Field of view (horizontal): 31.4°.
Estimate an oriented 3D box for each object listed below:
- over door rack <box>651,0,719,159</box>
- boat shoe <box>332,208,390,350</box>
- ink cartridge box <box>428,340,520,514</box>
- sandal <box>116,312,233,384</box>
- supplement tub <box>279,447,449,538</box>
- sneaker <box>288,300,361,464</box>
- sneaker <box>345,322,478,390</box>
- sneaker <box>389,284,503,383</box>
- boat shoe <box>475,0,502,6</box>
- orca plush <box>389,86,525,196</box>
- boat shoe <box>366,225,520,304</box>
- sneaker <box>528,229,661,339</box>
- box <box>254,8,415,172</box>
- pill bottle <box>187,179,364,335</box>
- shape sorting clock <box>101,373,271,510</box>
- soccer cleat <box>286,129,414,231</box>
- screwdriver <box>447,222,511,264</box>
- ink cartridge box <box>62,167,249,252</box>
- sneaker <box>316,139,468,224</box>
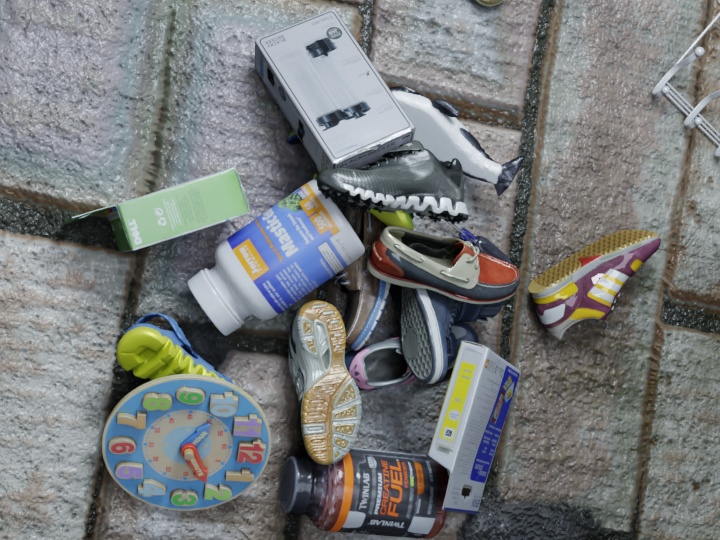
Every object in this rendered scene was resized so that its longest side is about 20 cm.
[{"bbox_3d":[0.518,-0.277,1.788,0.148,0.067,0.200,41,78,-16],"label":"over door rack"},{"bbox_3d":[0.000,0.000,1.619,0.072,0.072,0.200,19,74,-13],"label":"boat shoe"},{"bbox_3d":[0.138,0.201,1.608,0.047,0.198,0.200,18,84,20],"label":"ink cartridge box"},{"bbox_3d":[-0.210,0.118,1.540,0.079,0.087,0.200,-32,122,11],"label":"sandal"},{"bbox_3d":[0.004,0.276,1.598,0.200,0.107,0.107,8,88,-19],"label":"supplement tub"},{"bbox_3d":[-0.048,0.140,1.578,0.076,0.088,0.200,1,76,-18],"label":"sneaker"},{"bbox_3d":[0.071,0.113,1.631,0.200,0.082,0.070,-16,95,-19],"label":"sneaker"},{"bbox_3d":[0.121,0.061,1.609,0.146,0.077,0.202,10,45,-22],"label":"sneaker"},{"bbox_3d":[0.143,-0.438,1.654,0.072,0.076,0.200,-30,100,-16],"label":"boat shoe"},{"bbox_3d":[0.119,-0.183,1.650,0.200,0.105,0.071,22,42,5],"label":"orca plush"},{"bbox_3d":[0.109,-0.010,1.568,0.200,0.071,0.063,11,129,-16],"label":"boat shoe"},{"bbox_3d":[0.324,0.017,1.728,0.200,0.075,0.090,-26,107,-10],"label":"sneaker"},{"bbox_3d":[-0.034,-0.210,1.557,0.117,0.060,0.200,-26,68,-18],"label":"box"},{"bbox_3d":[-0.104,-0.011,1.546,0.200,0.112,0.112,-35,101,-1],"label":"pill bottle"},{"bbox_3d":[-0.205,0.208,1.521,0.200,0.039,0.200,-5,121,-9],"label":"shape sorting clock"},{"bbox_3d":[-0.012,-0.114,1.591,0.084,0.065,0.200,-39,79,-4],"label":"soccer cleat"},{"bbox_3d":[0.119,-0.061,1.679,0.200,0.029,0.028,37,80,-12],"label":"screwdriver"},{"bbox_3d":[-0.241,-0.063,1.512,0.200,0.104,0.059,-19,96,-18],"label":"ink cartridge box"},{"bbox_3d":[0.040,-0.112,1.512,0.200,0.066,0.091,8,84,-26],"label":"sneaker"}]
